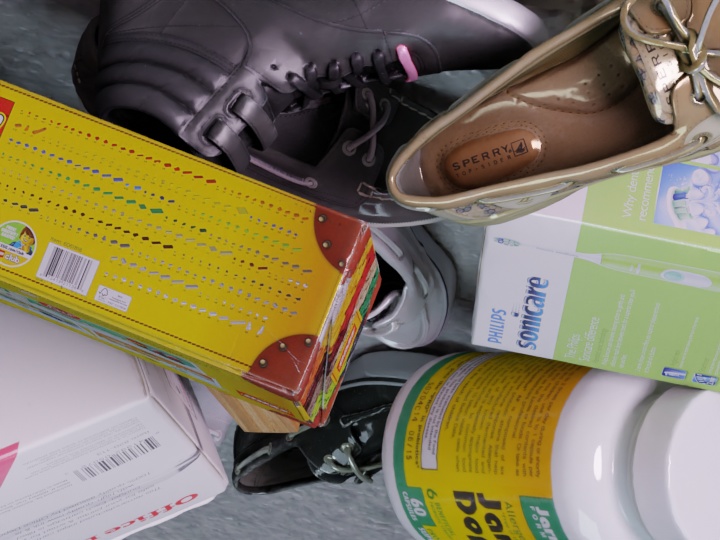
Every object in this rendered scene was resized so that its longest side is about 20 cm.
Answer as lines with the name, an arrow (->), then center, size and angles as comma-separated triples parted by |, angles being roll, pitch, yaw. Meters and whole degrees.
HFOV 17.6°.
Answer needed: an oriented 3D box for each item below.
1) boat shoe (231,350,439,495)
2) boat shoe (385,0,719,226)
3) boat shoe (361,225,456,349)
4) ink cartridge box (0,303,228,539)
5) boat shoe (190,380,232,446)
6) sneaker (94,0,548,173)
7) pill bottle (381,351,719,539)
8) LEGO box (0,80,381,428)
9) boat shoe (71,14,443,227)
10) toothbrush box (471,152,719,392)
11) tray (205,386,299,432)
boat shoe -> -0.003, 0.098, 1.391 | 0.071, 0.064, 0.199 | 30, 149, -32
boat shoe -> 0.103, -0.069, 0.942 | 0.199, 0.074, 0.063 | -29, 173, 24
boat shoe -> 0.000, 0.000, 1.192 | 0.073, 0.066, 0.200 | 2, 152, 20
ink cartridge box -> -0.163, 0.083, 1.185 | 0.146, 0.083, 0.200 | -23, 160, 0
boat shoe -> -0.150, 0.067, 1.328 | 0.072, 0.069, 0.199 | 11, 180, 41
sneaker -> -0.023, -0.081, 0.993 | 0.199, 0.100, 0.071 | 9, 163, 10
pill bottle -> 0.113, 0.099, 1.204 | 0.113, 0.113, 0.199 | 33, 159, -35
LEGO box -> -0.098, -0.009, 0.991 | 0.199, 0.078, 0.149 | 21, 173, 5
boat shoe -> -0.038, -0.070, 1.070 | 0.199, 0.067, 0.057 | 16, 159, 1
toothbrush box -> 0.157, -0.013, 1.074 | 0.199, 0.087, 0.146 | 10, 154, 5
tray -> -0.071, -0.005, 1.175 | 0.037, 0.099, 0.200 | -1, 151, 22
